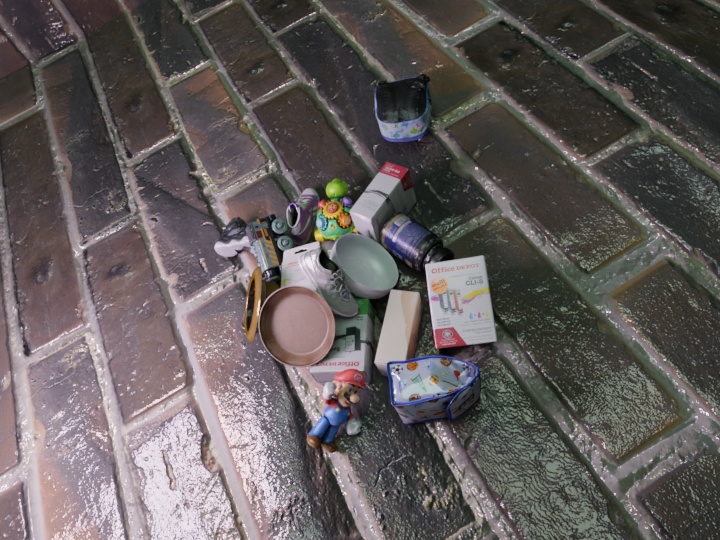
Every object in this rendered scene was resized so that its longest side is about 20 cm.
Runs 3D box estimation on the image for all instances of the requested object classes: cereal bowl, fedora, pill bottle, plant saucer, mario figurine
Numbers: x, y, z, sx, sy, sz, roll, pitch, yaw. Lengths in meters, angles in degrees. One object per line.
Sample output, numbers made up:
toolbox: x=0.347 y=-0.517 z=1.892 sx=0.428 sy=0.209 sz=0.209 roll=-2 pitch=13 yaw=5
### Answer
cereal bowl: x=0.000 y=0.000 z=1.433 sx=0.198 sy=0.084 sz=0.201 roll=23 pitch=38 yaw=-19
fedora: x=-0.255 y=0.093 z=1.409 sx=0.081 sy=0.201 sz=0.203 roll=6 pitch=54 yaw=-20
pill bottle: x=0.153 y=-0.066 z=1.448 sx=0.112 sy=0.112 sz=0.200 roll=-43 pitch=58 yaw=-13
plant saucer: x=-0.153 y=0.136 z=1.312 sx=0.198 sy=0.037 sz=0.203 roll=1 pitch=94 yaw=13
mario figurine: x=-0.045 y=0.326 z=1.239 sx=0.105 sy=0.123 sz=0.202 roll=25 pitch=87 yaw=18

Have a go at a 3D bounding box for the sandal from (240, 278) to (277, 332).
sandal: x=-0.296 y=0.080 z=1.514 sx=0.081 sy=0.055 sz=0.202 roll=10 pitch=62 yaw=20

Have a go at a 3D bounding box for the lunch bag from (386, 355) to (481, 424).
lunch bag: x=0.173 y=0.270 z=1.201 sx=0.197 sy=0.170 sz=0.125 roll=-12 pitch=60 yaw=7

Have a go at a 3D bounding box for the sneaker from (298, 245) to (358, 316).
sneaker: x=-0.069 y=0.029 z=1.316 sx=0.082 sy=0.200 sz=0.075 roll=-35 pitch=10 yaw=36

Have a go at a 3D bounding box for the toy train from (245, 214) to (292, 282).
toy train: x=-0.254 y=-0.062 z=1.533 sx=0.113 sy=0.085 sz=0.202 roll=-16 pitch=82 yaw=-24

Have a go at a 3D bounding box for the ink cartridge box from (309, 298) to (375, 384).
ink cartridge box: x=-0.043 y=0.182 z=1.366 sx=0.145 sy=0.083 sz=0.202 roll=-5 pitch=58 yaw=13

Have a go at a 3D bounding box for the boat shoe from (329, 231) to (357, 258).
boat shoe: x=-0.073 y=-0.028 z=1.515 sx=0.072 sy=0.068 sz=0.200 roll=37 pitch=76 yaw=31

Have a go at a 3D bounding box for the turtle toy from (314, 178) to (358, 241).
turtle toy: x=-0.071 y=-0.177 z=1.583 sx=0.144 sy=0.101 sz=0.202 roll=-5 pitch=58 yaw=12

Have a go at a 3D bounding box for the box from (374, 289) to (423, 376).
box: x=0.099 y=0.159 z=1.337 sx=0.077 sy=0.095 sz=0.202 roll=5 pitch=62 yaw=17

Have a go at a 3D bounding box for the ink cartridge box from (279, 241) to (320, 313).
ink cartridge box: x=-0.146 y=0.030 z=1.410 sx=0.115 sy=0.068 sz=0.202 roll=-13 pitch=53 yaw=14

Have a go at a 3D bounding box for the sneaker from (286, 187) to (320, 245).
sneaker: x=-0.174 y=-0.191 z=1.614 sx=0.072 sy=0.115 sz=0.202 roll=-3 pitch=57 yaw=15

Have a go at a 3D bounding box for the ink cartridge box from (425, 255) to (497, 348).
ink cartridge box: x=0.240 y=0.078 z=1.279 sx=0.143 sy=0.145 sz=0.203 roll=-9 pitch=81 yaw=11

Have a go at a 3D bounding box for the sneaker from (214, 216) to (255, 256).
sneaker: x=-0.347 y=-0.110 z=1.633 sx=0.197 sy=0.076 sz=0.115 roll=-6 pitch=55 yaw=9

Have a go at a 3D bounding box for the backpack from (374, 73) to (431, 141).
backpack: x=0.140 y=-0.498 z=1.696 sx=0.181 sy=0.148 sz=0.202 roll=-5 pitch=54 yaw=11

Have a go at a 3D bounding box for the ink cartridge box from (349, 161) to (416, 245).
ink cartridge box: x=0.067 y=-0.183 z=1.522 sx=0.083 sy=0.146 sz=0.201 roll=25 pitch=67 yaw=29
